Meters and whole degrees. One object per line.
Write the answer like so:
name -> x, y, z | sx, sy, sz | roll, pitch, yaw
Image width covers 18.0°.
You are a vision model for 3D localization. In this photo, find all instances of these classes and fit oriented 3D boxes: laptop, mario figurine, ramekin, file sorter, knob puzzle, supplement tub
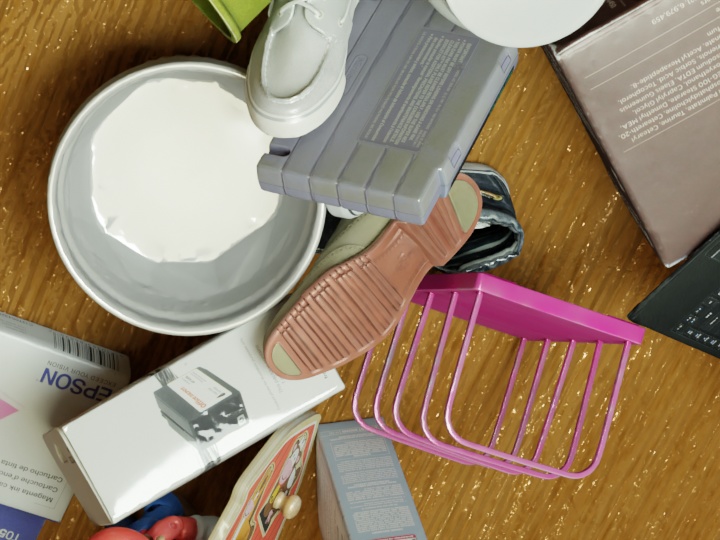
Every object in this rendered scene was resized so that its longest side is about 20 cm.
laptop -> 0.331, 0.037, 1.660 | 0.199, 0.104, 0.177 | 22, 123, -43
mario figurine -> -0.167, 0.242, 1.753 | 0.105, 0.200, 0.124 | 22, 101, -1
ramekin -> -0.125, -0.063, 1.646 | 0.198, 0.105, 0.202 | -1, 106, -4
file sorter -> 0.095, 0.081, 1.709 | 0.138, 0.200, 0.126 | 19, 83, -19
knob puzzle -> -0.075, 0.200, 1.777 | 0.030, 0.220, 0.221 | 25, 114, 13
supplement tub -> 0.093, -0.247, 1.556 | 0.144, 0.200, 0.146 | -4, 118, -8

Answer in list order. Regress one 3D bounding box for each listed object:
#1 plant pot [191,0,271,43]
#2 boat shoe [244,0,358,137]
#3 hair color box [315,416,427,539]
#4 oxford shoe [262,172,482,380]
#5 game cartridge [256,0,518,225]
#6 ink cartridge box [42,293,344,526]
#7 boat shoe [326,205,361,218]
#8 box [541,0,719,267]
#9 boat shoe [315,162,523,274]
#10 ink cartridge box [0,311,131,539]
plant pot -> -0.076, -0.291, 1.519 | 0.193, 0.200, 0.201 | -40, 118, -2
boat shoe -> -0.033, -0.181, 1.569 | 0.071, 0.201, 0.069 | 12, 143, 16
hair color box -> 0.009, 0.210, 1.779 | 0.060, 0.200, 0.100 | -6, 119, -8
oxford shoe -> 0.000, 0.000, 1.645 | 0.200, 0.074, 0.071 | -41, 123, -13
game cartridge -> 0.026, -0.118, 1.572 | 0.129, 0.201, 0.039 | 16, 143, 18
ink cartridge box -> -0.126, 0.107, 1.692 | 0.199, 0.145, 0.084 | -29, 90, -14
boat shoe -> 0.047, -0.113, 1.633 | 0.200, 0.068, 0.074 | -51, 142, -30
box -> 0.232, -0.150, 1.654 | 0.163, 0.166, 0.201 | -29, 119, 5
boat shoe -> 0.023, -0.036, 1.715 | 0.199, 0.091, 0.071 | -7, 119, -7
ink cartridge box -> -0.306, 0.124, 1.764 | 0.195, 0.043, 0.201 | 20, 111, -20
